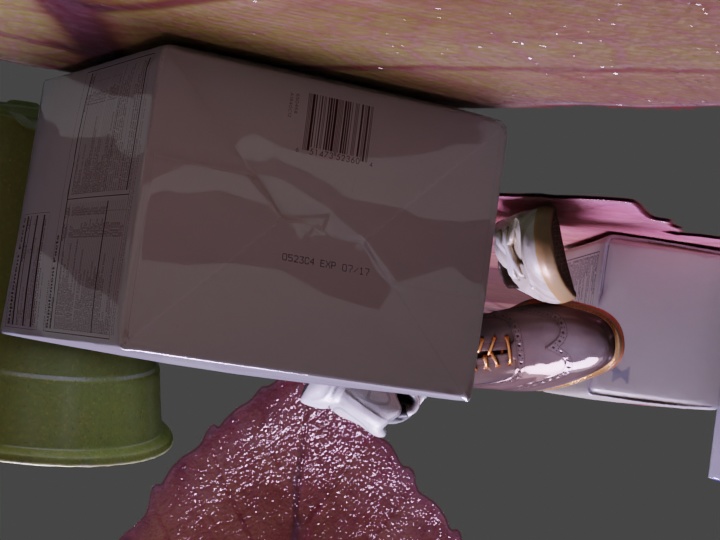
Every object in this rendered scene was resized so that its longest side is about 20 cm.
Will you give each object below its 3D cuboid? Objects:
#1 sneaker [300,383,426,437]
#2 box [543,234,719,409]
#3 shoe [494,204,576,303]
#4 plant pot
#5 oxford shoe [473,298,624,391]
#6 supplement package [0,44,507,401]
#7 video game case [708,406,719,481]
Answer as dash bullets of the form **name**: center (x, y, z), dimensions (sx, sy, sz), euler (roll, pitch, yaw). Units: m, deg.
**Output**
- **sneaker**: center (0.022, 0.086, 1.493), dimensions (0.081, 0.075, 0.200), euler (32, -157, 11)
- **box**: center (0.226, 0.046, 1.511), dimensions (0.109, 0.128, 0.200), euler (8, 177, -5)
- **shoe**: center (0.124, -0.006, 1.327), dimensions (0.053, 0.070, 0.200), euler (-14, 176, 6)
- **plant pot**: center (-0.198, -0.002, 1.089), dimensions (0.199, 0.191, 0.200), euler (9, -173, -1)
- **oxford shoe**: center (0.099, 0.064, 1.372), dimensions (0.199, 0.072, 0.073), euler (-7, -173, 30)
- **supplement package**: center (-0.061, -0.020, 0.956), dimensions (0.191, 0.148, 0.200), euler (11, 176, -27)
- **video game case**: center (0.402, 0.100, 1.529), dimensions (0.199, 0.182, 0.045), euler (7, 176, 15)
